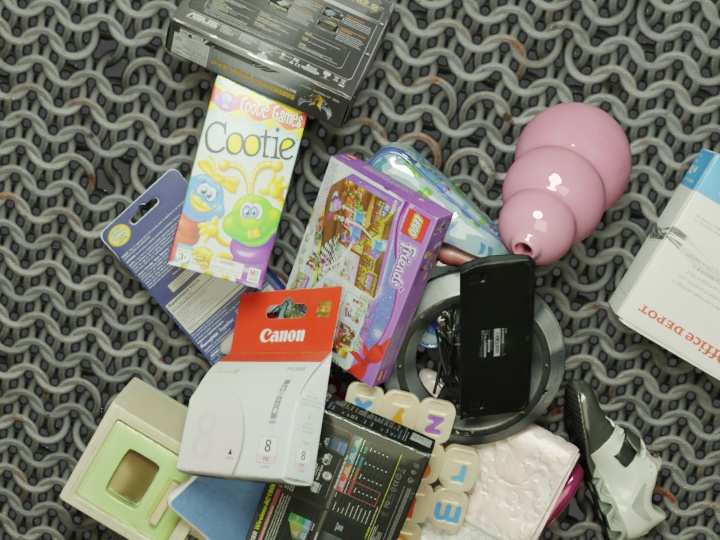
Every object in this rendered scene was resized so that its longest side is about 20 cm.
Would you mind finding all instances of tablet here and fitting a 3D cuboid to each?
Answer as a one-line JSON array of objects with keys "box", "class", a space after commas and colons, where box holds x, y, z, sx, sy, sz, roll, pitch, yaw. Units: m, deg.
[{"box": [-0.100, 0.218, 1.303, 0.200, 0.014, 0.130, -42, 122, -1], "class": "tablet"}]

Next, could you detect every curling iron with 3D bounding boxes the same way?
[{"box": [0.085, -0.023, 1.228, 0.198, 0.050, 0.026, 22, 76, 21], "class": "curling iron"}]

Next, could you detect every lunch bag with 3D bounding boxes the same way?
[{"box": [0.057, -0.024, 1.306, 0.200, 0.083, 0.161, 42, 104, -4], "class": "lunch bag"}]

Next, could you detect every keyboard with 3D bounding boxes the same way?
[{"box": [0.122, 0.063, 1.216, 0.103, 0.040, 0.202, -6, 125, -4], "class": "keyboard"}]

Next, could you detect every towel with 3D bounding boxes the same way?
[{"box": [0.116, 0.237, 1.336, 0.198, 0.032, 0.193, 27, 93, 15], "class": "towel"}]

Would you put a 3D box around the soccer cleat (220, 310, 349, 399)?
[{"box": [-0.076, 0.131, 1.344, 0.085, 0.069, 0.201, -26, 116, 27], "class": "soccer cleat"}]

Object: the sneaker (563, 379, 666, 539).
[{"box": [0.287, 0.204, 1.344, 0.088, 0.074, 0.202, -21, 105, -3], "class": "sneaker"}]

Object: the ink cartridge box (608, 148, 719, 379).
[{"box": [0.381, -0.007, 1.287, 0.145, 0.086, 0.201, 30, 102, -2], "class": "ink cartridge box"}]

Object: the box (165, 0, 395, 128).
[{"box": [-0.080, -0.252, 1.238, 0.198, 0.159, 0.049, 24, 142, -2], "class": "box"}]

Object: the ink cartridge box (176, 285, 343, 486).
[{"box": [-0.103, 0.112, 1.218, 0.161, 0.057, 0.203, -5, 74, 42], "class": "ink cartridge box"}]

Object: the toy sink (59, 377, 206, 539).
[{"box": [-0.213, 0.238, 1.352, 0.199, 0.112, 0.131, 32, 101, -3], "class": "toy sink"}]

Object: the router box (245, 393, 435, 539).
[{"box": [-0.026, 0.241, 1.247, 0.148, 0.062, 0.202, 22, 102, 5], "class": "router box"}]

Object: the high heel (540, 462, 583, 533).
[{"box": [0.154, 0.263, 1.355, 0.200, 0.068, 0.096, -43, 106, 13], "class": "high heel"}]

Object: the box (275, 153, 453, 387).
[{"box": [0.000, 0.000, 1.238, 0.136, 0.039, 0.202, 32, 115, 24], "class": "box"}]

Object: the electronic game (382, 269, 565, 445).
[{"box": [0.119, 0.094, 1.275, 0.197, 0.042, 0.203, 1, 110, 2], "class": "electronic game"}]

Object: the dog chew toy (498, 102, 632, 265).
[{"box": [0.201, -0.083, 1.226, 0.123, 0.201, 0.125, 18, 137, 18], "class": "dog chew toy"}]

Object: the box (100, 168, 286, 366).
[{"box": [-0.183, -0.004, 1.347, 0.121, 0.032, 0.200, -40, 97, 9], "class": "box"}]

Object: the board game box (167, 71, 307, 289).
[{"box": [-0.128, -0.093, 1.270, 0.104, 0.103, 0.203, 15, 91, -7], "class": "board game box"}]

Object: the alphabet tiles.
[{"box": [0.024, 0.217, 1.296, 0.197, 0.015, 0.198, 12, 108, -3], "class": "alphabet tiles"}]
